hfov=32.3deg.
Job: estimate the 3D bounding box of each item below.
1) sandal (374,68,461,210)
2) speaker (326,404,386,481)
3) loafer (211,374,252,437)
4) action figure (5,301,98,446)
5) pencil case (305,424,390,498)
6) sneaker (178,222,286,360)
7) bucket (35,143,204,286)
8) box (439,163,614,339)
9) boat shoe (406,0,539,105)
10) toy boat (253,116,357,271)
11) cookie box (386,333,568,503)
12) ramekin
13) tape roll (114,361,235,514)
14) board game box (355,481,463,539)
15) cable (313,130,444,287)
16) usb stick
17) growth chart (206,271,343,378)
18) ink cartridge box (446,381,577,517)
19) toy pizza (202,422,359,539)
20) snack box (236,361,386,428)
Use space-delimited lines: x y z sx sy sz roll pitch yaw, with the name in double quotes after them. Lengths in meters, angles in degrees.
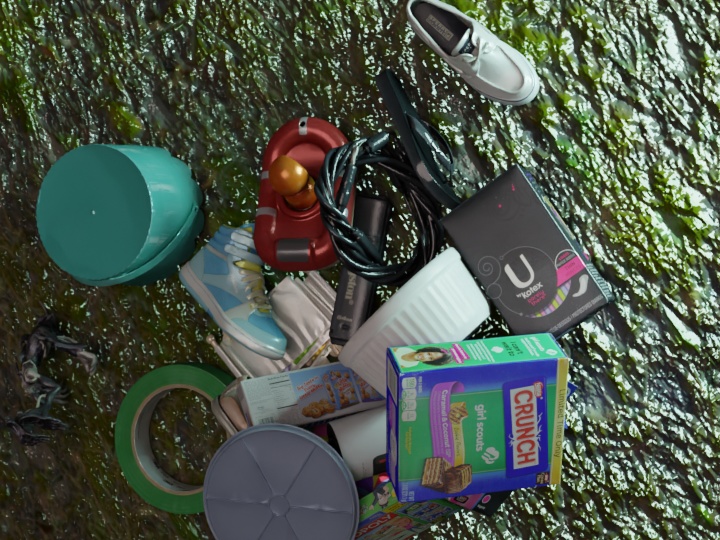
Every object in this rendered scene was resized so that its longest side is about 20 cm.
0.078 -0.170 1.577 0.043 0.076 0.202 -28 82 17 "sandal"
0.059 0.199 1.542 0.197 0.081 0.082 -15 86 -13 "speaker"
-0.104 0.219 1.558 0.200 0.072 0.063 46 106 9 "loafer"
-0.431 0.143 1.726 0.119 0.101 0.202 -43 36 40 "action figure"
-0.025 0.241 1.611 0.198 0.088 0.090 20 96 16 "pencil case"
-0.144 0.015 1.633 0.200 0.079 0.131 42 101 26 "sneaker"
-0.327 -0.075 1.673 0.204 0.135 0.211 0 91 19 "bucket"
0.206 -0.013 1.524 0.122 0.106 0.201 -36 80 13 "box"
0.136 -0.276 1.565 0.199 0.065 0.074 35 100 14 "boat shoe"
-0.078 -0.106 1.583 0.129 0.131 0.203 -1 67 16 "toy boat"
0.132 0.168 1.431 0.197 0.075 0.173 -5 114 -10 "cookie box"
0.073 0.073 1.519 0.202 0.202 0.094 -45 82 12 "ramekin"
-0.236 0.227 1.693 0.198 0.048 0.204 0 90 17 "tape roll"
0.016 0.322 1.565 0.199 0.134 0.029 -33 59 19 "board game box"
0.026 -0.069 1.565 0.051 0.162 0.202 -9 104 54 "cable"
0.000 0.000 1.618 0.055 0.033 0.203 10 88 17 "usb stick"
-0.098 0.091 1.665 0.199 0.018 0.145 -38 80 14 "growth chart"
0.189 0.214 1.538 0.201 0.094 0.037 -53 43 9 "ink cartridge box"
-0.095 0.280 1.509 0.197 0.032 0.203 3 102 13 "toy pizza"
-0.055 0.158 1.572 0.024 0.198 0.073 -52 53 54 "snack box"
